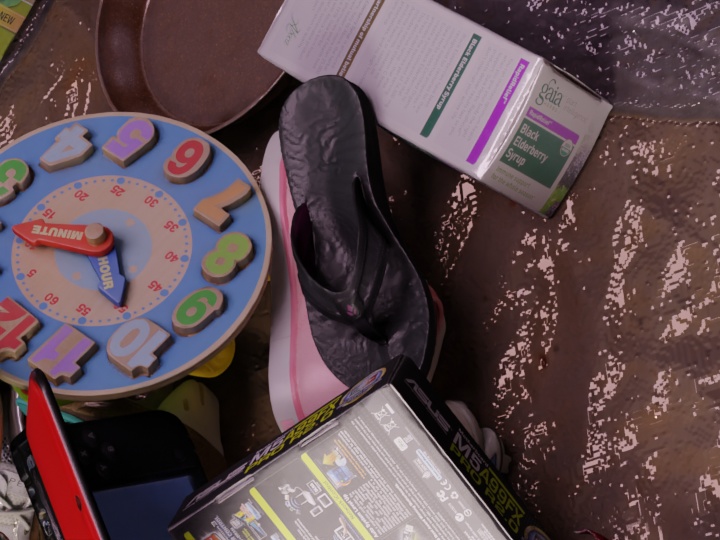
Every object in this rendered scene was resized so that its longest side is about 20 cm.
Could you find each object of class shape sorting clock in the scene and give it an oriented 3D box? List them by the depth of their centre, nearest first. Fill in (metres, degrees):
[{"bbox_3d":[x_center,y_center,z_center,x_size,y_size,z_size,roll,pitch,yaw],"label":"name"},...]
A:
[{"bbox_3d":[-0.150,-0.013,1.584,0.199,0.039,0.201,-3,59,5],"label":"shape sorting clock"}]

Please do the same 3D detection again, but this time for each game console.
[{"bbox_3d":[-0.103,0.154,1.473,0.119,0.172,0.201,-38,68,42],"label":"game console"}]

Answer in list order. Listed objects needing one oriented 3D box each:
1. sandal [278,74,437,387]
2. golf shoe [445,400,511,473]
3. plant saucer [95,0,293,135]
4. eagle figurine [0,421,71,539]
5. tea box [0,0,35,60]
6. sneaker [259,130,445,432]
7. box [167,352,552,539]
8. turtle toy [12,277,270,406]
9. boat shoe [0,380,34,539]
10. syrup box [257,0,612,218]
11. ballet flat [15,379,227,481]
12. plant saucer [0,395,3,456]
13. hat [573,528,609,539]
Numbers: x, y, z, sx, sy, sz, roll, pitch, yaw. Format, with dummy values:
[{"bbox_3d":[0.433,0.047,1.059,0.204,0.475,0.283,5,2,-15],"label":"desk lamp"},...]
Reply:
[{"bbox_3d":[-0.014,-0.018,1.537,0.075,0.048,0.201,-28,65,25],"label":"sandal"},{"bbox_3d":[-0.003,0.157,1.530,0.078,0.097,0.201,29,94,38],"label":"golf shoe"},{"bbox_3d":[-0.087,-0.172,1.742,0.199,0.034,0.201,-18,61,35],"label":"plant saucer"},{"bbox_3d":[-0.174,0.213,1.582,0.152,0.150,0.201,47,127,43],"label":"eagle figurine"},{"bbox_3d":[-0.358,-0.175,1.846,0.133,0.200,0.197,34,96,40],"label":"tea box"},{"bbox_3d":[0.000,0.000,1.602,0.104,0.075,0.201,-14,61,20],"label":"sneaker"},{"bbox_3d":[0.019,0.167,1.465,0.160,0.044,0.200,-35,99,23],"label":"box"},{"bbox_3d":[-0.143,0.007,1.655,0.145,0.101,0.201,7,54,38],"label":"turtle toy"},{"bbox_3d":[-0.236,0.141,1.727,0.069,0.071,0.201,-26,59,30],"label":"boat shoe"},{"bbox_3d":[0.042,-0.112,1.600,0.200,0.079,0.082,33,95,39],"label":"syrup box"},{"bbox_3d":[-0.131,0.092,1.680,0.200,0.068,0.072,25,70,44],"label":"ballet flat"},{"bbox_3d":[-0.232,0.138,1.522,0.200,0.031,0.201,-166,90,-75],"label":"plant saucer"},{"bbox_3d":[0.202,0.237,1.394,0.165,0.176,0.201,-3,91,1],"label":"hat"}]
